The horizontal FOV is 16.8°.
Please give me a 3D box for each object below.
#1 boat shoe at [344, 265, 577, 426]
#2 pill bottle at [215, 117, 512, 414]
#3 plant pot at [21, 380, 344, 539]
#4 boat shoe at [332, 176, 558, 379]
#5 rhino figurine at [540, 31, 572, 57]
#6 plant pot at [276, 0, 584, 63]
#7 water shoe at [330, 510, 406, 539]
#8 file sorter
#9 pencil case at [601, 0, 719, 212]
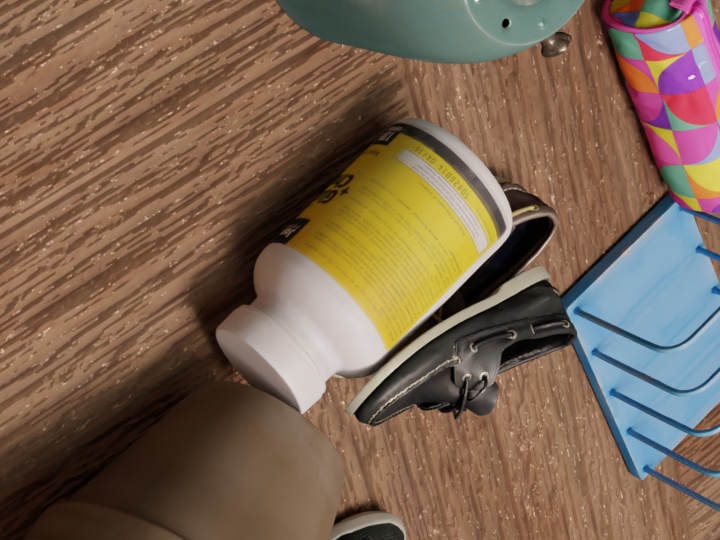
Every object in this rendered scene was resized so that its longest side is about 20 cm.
[{"bbox_3d":[0.075,0.066,1.655,0.199,0.066,0.075,-29,167,-43],"label":"boat shoe"},{"bbox_3d":[0.000,0.000,1.632,0.200,0.112,0.112,-45,131,-18],"label":"pill bottle"},{"bbox_3d":[-0.100,0.173,1.584,0.174,0.199,0.200,-57,136,-28],"label":"plant pot"},{"bbox_3d":[0.056,0.010,1.721,0.200,0.059,0.072,-40,131,-21],"label":"boat shoe"},{"bbox_3d":[0.162,-0.251,1.701,0.200,0.060,0.087,-52,128,-15],"label":"rhino figurine"},{"bbox_3d":[0.059,-0.222,1.555,0.200,0.161,0.201,-18,120,-35],"label":"plant pot"},{"bbox_3d":[-0.029,0.252,1.737,0.200,0.079,0.072,-37,129,-24],"label":"water shoe"},{"bbox_3d":[0.267,0.070,1.888,0.139,0.123,0.200,-42,131,-19],"label":"file sorter"},{"bbox_3d":[0.246,-0.133,1.810,0.088,0.088,0.200,-45,130,-17],"label":"pencil case"}]
